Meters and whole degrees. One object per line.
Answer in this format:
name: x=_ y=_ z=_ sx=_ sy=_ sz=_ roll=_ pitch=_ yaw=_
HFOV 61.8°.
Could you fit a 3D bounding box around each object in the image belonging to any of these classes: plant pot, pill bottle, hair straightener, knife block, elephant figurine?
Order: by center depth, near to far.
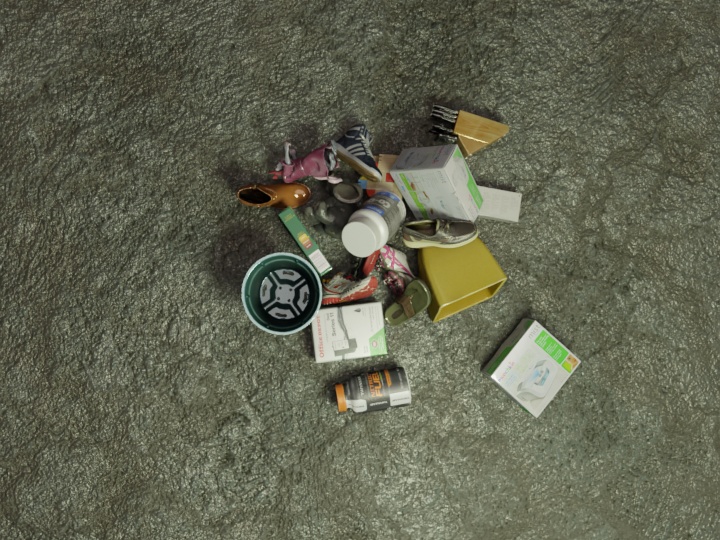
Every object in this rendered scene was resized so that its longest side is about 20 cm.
pill bottle: x=0.034 y=-0.120 z=1.549 sx=0.112 sy=0.200 sz=0.115 roll=12 pitch=121 yaw=20
plant pot: x=-0.201 y=0.062 z=1.573 sx=0.197 sy=0.196 sz=0.203 roll=0 pitch=87 yaw=-5
pill bottle: x=0.031 y=0.330 z=1.630 sx=0.197 sy=0.106 sz=0.108 roll=-9 pitch=88 yaw=-6
plant pot: x=0.250 y=-0.004 z=1.632 sx=0.192 sy=0.196 sz=0.202 roll=-22 pitch=74 yaw=-6
elephant figurine: x=-0.054 y=-0.196 z=1.642 sx=0.155 sy=0.141 sz=0.201 roll=48 pitch=66 yaw=-30
hair straightener: x=0.000 y=0.000 z=1.649 sx=0.041 sy=0.077 sz=0.202 roll=-4 pitch=123 yaw=-35
knife block: x=0.298 y=-0.418 z=1.711 sx=0.199 sy=0.064 sz=0.177 roll=-29 pitch=91 yaw=-6

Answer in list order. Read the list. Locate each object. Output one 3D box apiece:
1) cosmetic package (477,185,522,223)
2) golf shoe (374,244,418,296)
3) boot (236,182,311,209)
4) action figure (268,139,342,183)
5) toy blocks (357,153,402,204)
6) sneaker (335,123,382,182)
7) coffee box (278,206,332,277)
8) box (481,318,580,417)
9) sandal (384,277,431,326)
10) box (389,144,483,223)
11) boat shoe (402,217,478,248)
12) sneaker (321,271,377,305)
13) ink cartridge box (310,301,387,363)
cosmetic package: x=0.352 y=-0.193 z=1.713 sx=0.197 sy=0.051 sz=0.084 roll=10 pitch=89 yaw=-5
golf shoe: x=0.079 y=-0.031 z=1.677 sx=0.092 sy=0.072 sz=0.201 roll=-37 pitch=93 yaw=-30
boot: x=-0.230 y=-0.203 z=1.600 sx=0.197 sy=0.155 sz=0.078 roll=4 pitch=96 yaw=-5
action figure: x=-0.150 y=-0.275 z=1.619 sx=0.198 sy=0.134 sz=0.151 roll=-20 pitch=94 yaw=18
toy blocks: x=0.053 y=-0.243 z=1.674 sx=0.135 sy=0.100 sz=0.203 roll=6 pitch=86 yaw=6
sneaker: x=0.013 y=-0.325 z=1.637 sx=0.109 sy=0.070 sz=0.200 roll=-46 pitch=55 yaw=-5
coffee box: x=-0.148 y=-0.075 z=1.623 sx=0.044 sy=0.123 sz=0.201 roll=-35 pitch=90 yaw=-5
box: x=0.471 y=0.267 z=1.675 sx=0.176 sy=0.097 sz=0.200 roll=42 pitch=86 yaw=-4
sandal: x=0.123 y=0.097 z=1.612 sx=0.080 sy=0.201 sz=0.057 roll=48 pitch=44 yaw=11
box: x=0.202 y=-0.220 z=1.588 sx=0.201 sy=0.175 sz=0.097 roll=54 pitch=54 yaw=-36
boat shoe: x=0.204 y=-0.101 z=1.555 sx=0.197 sy=0.065 sz=0.074 roll=-8 pitch=51 yaw=8
sneaker: x=-0.039 y=0.039 z=1.605 sx=0.077 sy=0.199 sz=0.083 roll=2 pitch=77 yaw=-49
ink cartridge box: x=-0.036 y=0.167 z=1.641 sx=0.197 sy=0.083 sz=0.149 roll=-7 pitch=88 yaw=-5
